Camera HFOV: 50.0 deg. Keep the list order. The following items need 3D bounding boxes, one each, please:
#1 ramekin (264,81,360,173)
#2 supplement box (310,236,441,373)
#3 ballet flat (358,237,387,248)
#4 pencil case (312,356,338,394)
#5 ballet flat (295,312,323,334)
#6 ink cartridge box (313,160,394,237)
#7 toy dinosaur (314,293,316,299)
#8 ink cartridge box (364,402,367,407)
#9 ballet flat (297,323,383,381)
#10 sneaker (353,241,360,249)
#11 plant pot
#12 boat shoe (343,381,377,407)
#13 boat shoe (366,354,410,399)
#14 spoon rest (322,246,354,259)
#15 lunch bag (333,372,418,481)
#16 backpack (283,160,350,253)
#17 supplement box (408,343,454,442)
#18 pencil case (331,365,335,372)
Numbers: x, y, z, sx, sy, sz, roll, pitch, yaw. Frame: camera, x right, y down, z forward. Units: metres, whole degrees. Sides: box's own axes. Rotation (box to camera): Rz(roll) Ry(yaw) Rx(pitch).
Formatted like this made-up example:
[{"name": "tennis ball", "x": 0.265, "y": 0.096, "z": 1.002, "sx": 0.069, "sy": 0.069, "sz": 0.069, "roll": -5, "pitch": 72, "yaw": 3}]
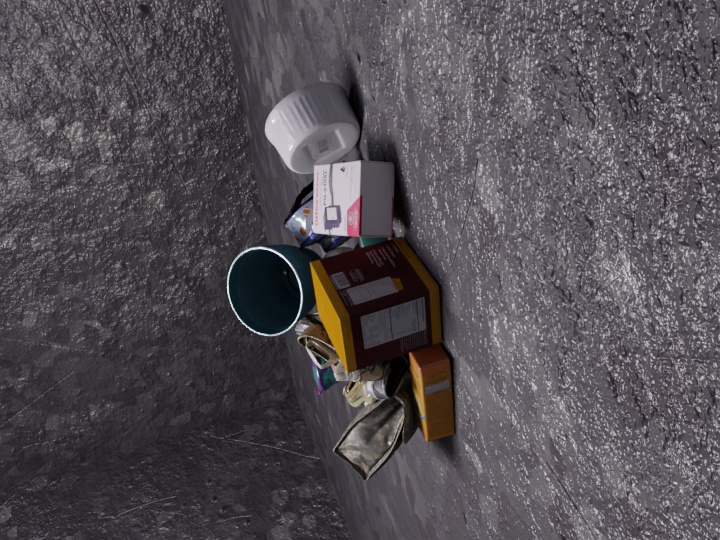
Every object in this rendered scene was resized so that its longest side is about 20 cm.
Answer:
[{"name": "ramekin", "x": -0.096, "y": -0.299, "z": 1.661, "sx": 0.098, "sy": 0.198, "sz": 0.201, "roll": 61, "pitch": 163, "yaw": 20}, {"name": "supplement box", "x": 0.029, "y": 0.060, "z": 1.496, "sx": 0.198, "sy": 0.197, "sz": 0.134, "roll": -122, "pitch": 20, "yaw": -52}, {"name": "ballet flat", "x": 0.021, "y": -0.120, "z": 1.654, "sx": 0.068, "sy": 0.067, "sz": 0.203, "roll": 89, "pitch": 174, "yaw": -78}, {"name": "pencil case", "x": -0.021, "y": 0.233, "z": 1.905, "sx": 0.085, "sy": 0.197, "sz": 0.094, "roll": -144, "pitch": 41, "yaw": -70}, {"name": "ballet flat", "x": -0.066, "y": 0.135, "z": 1.772, "sx": 0.198, "sy": 0.072, "sz": 0.073, "roll": 13, "pitch": 125, "yaw": 34}, {"name": "ink cartridge box", "x": -0.018, "y": -0.143, "z": 1.559, "sx": 0.199, "sy": 0.083, "sz": 0.147, "roll": 8, "pitch": 98, "yaw": 60}, {"name": "toy dinosaur", "x": 0.005, "y": 0.056, "z": 1.734, "sx": 0.105, "sy": 0.197, "sz": 0.183, "roll": 58, "pitch": -166, "yaw": -57}, {"name": "ink cartridge box", "x": 0.049, "y": 0.250, "z": 1.804, "sx": 0.067, "sy": 0.114, "sz": 0.202, "roll": 87, "pitch": 163, "yaw": -62}, {"name": "ballet flat", "x": -0.048, "y": 0.175, "z": 1.524, "sx": 0.199, "sy": 0.075, "sz": 0.069, "roll": 30, "pitch": 136, "yaw": 31}, {"name": "sneaker", "x": 0.022, "y": 0.023, "z": 1.780, "sx": 0.080, "sy": 0.073, "sz": 0.202, "roll": 113, "pitch": 141, "yaw": -61}, {"name": "plant pot", "x": -0.172, "y": 0.028, "z": 1.780, "sx": 0.188, "sy": 0.198, "sz": 0.203, "roll": -25, "pitch": -77, "yaw": -61}, {"name": "boat shoe", "x": 0.000, "y": 0.246, "z": 1.648, "sx": 0.063, "sy": 0.073, "sz": 0.201, "roll": 46, "pitch": 165, "yaw": -4}, {"name": "boat shoe", "x": 0.078, "y": 0.164, "z": 1.543, "sx": 0.073, "sy": 0.201, "sz": 0.068, "roll": 40, "pitch": 155, "yaw": -23}, {"name": "spoon rest", "x": 0.000, "y": 0.000, "z": 1.688, "sx": 0.199, "sy": 0.099, "sz": 0.061, "roll": 24, "pitch": 120, "yaw": 38}, {"name": "lunch bag", "x": 0.059, "y": 0.316, "z": 1.627, "sx": 0.117, "sy": 0.201, "sz": 0.164, "roll": 39, "pitch": -161, "yaw": 8}, {"name": "backpack", "x": -0.075, "y": -0.126, "z": 1.761, "sx": 0.155, "sy": 0.189, "sz": 0.200, "roll": 59, "pitch": 165, "yaw": 6}, {"name": "supplement box", "x": 0.141, "y": 0.241, "z": 1.521, "sx": 0.067, "sy": 0.068, "sz": 0.202, "roll": -122, "pitch": 18, "yaw": -54}, {"name": "pencil case", "x": 0.025, "y": 0.160, "z": 1.626, "sx": 0.087, "sy": 0.197, "sz": 0.084, "roll": -133, "pitch": 31, "yaw": -66}]
